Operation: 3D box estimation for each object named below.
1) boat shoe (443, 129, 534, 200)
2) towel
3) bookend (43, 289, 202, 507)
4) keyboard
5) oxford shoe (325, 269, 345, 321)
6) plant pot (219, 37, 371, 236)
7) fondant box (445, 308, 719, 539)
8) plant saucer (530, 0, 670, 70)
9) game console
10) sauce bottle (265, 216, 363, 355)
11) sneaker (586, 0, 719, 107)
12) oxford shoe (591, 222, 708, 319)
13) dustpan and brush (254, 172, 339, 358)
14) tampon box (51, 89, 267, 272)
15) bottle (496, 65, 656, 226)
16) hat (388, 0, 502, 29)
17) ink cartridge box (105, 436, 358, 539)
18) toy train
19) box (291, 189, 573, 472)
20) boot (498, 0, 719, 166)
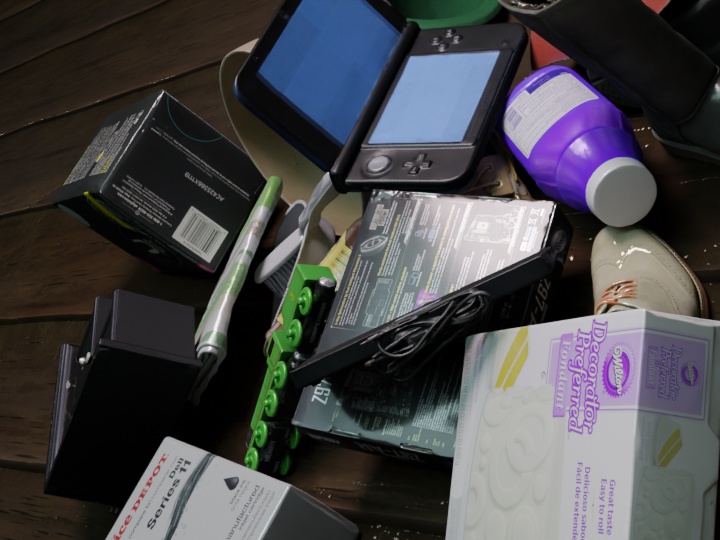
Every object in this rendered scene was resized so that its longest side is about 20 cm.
[{"bbox_3d":[0.098,-0.063,0.950,0.074,0.069,0.200,-38,35,18],"label":"boat shoe"},{"bbox_3d":[-0.124,0.022,1.127,0.149,0.031,0.200,-50,18,57],"label":"towel"},{"bbox_3d":[-0.226,0.084,1.107,0.199,0.092,0.200,-100,31,-49],"label":"bookend"},{"bbox_3d":[0.043,0.045,0.783,0.200,0.040,0.104,-27,-1,18],"label":"keyboard"},{"bbox_3d":[0.043,0.063,0.912,0.075,0.058,0.200,-48,47,-6],"label":"oxford shoe"},{"bbox_3d":[-0.017,-0.151,1.089,0.134,0.201,0.200,-38,28,-22],"label":"plant pot"},{"bbox_3d":[0.123,0.104,0.677,0.200,0.058,0.145,163,116,-65],"label":"fondant box"},{"bbox_3d":[0.228,-0.254,0.925,0.200,0.037,0.200,-47,13,-11],"label":"plant saucer"},{"bbox_3d":[0.023,-0.170,0.944,0.170,0.118,0.200,2,49,29],"label":"game console"},{"bbox_3d":[0.000,0.000,1.015,0.200,0.065,0.065,-51,33,-3],"label":"sauce bottle"},{"bbox_3d":[0.265,-0.199,0.885,0.199,0.076,0.114,-35,12,48],"label":"sneaker"},{"bbox_3d":[0.184,0.028,0.754,0.071,0.074,0.200,-36,36,22],"label":"oxford shoe"},{"bbox_3d":[-0.052,-0.027,1.060,0.200,0.057,0.140,-43,32,38],"label":"dustpan and brush"},{"bbox_3d":[-0.218,-0.088,1.253,0.126,0.150,0.200,-61,23,-15],"label":"tampon box"},{"bbox_3d":[0.165,-0.093,0.880,0.084,0.065,0.200,-41,25,10],"label":"bottle"},{"bbox_3d":[0.046,-0.224,1.210,0.165,0.176,0.200,-25,49,-28],"label":"hat"},{"bbox_3d":[-0.116,0.227,0.914,0.200,0.083,0.147,6,62,53],"label":"ink cartridge box"},{"bbox_3d":[-0.059,0.084,0.950,0.056,0.042,0.200,58,135,51],"label":"toy train"},{"bbox_3d":[0.054,0.041,0.853,0.160,0.044,0.200,6,68,33],"label":"box"},{"bbox_3d":[0.209,-0.143,0.773,0.182,0.200,0.073,10,65,53],"label":"boot"}]
